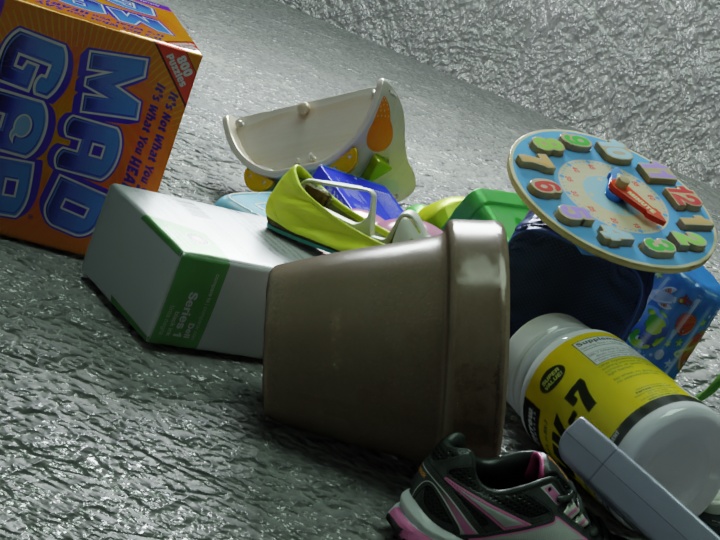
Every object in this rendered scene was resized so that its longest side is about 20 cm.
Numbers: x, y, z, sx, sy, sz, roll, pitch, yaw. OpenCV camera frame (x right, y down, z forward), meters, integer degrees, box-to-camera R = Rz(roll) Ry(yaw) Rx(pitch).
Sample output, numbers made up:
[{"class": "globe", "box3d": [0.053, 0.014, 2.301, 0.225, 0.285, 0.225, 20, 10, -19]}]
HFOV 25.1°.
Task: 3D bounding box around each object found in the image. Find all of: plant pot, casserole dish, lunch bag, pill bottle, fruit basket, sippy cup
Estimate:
[{"class": "plant pot", "box3d": [0.016, 0.059, 1.196, 0.173, 0.202, 0.200, 2, 16, -1]}, {"class": "casserole dish", "box3d": [-0.078, -0.046, 1.675, 0.121, 0.039, 0.200, 28, 17, 25]}, {"class": "lunch bag", "box3d": [0.190, 0.027, 1.492, 0.135, 0.201, 0.132, 25, 33, 8]}, {"class": "pill bottle", "box3d": [0.201, 0.118, 1.324, 0.114, 0.115, 0.200, 12, 17, -31]}, {"class": "fruit basket", "box3d": [0.132, -0.031, 1.736, 0.215, 0.156, 0.216, 29, 26, -16]}, {"class": "sippy cup", "box3d": [0.292, 0.043, 1.627, 0.177, 0.131, 0.140, 28, 21, -25]}]

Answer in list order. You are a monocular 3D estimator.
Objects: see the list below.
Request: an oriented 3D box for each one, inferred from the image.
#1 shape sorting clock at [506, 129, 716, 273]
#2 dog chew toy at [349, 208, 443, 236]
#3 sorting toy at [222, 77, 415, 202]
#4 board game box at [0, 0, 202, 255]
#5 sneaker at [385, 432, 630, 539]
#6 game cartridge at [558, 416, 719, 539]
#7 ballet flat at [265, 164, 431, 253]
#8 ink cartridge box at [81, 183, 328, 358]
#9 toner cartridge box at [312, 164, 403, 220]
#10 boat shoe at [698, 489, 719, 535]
[{"class": "shape sorting clock", "box3d": [0.223, -0.066, 1.424, 0.199, 0.039, 0.200, 19, 31, -12]}, {"class": "dog chew toy", "box3d": [0.000, 0.000, 1.470, 0.199, 0.125, 0.124, 22, 12, 36]}, {"class": "sorting toy", "box3d": [-0.026, -0.114, 1.805, 0.199, 0.108, 0.180, -10, -25, 24]}, {"class": "board game box", "box3d": [-0.278, -0.150, 1.434, 0.199, 0.201, 0.200, 15, 16, -20]}, {"class": "sneaker", "box3d": [0.123, 0.169, 1.087, 0.199, 0.087, 0.080, 18, 16, -20]}, {"class": "game cartridge", "box3d": [0.222, 0.186, 1.118, 0.200, 0.040, 0.133, 42, -5, 30]}, {"class": "ballet flat", "box3d": [0.012, -0.029, 1.351, 0.199, 0.067, 0.067, 27, 13, 13]}, {"class": "ink cartridge box", "box3d": [-0.107, 0.007, 1.344, 0.199, 0.085, 0.146, 12, 17, -37]}, {"class": "toner cartridge box", "box3d": [0.022, -0.026, 1.637, 0.095, 0.043, 0.200, 18, 26, -39]}, {"class": "boat shoe", "box3d": [0.278, 0.177, 1.373, 0.062, 0.073, 0.200, 62, -9, -21]}]
